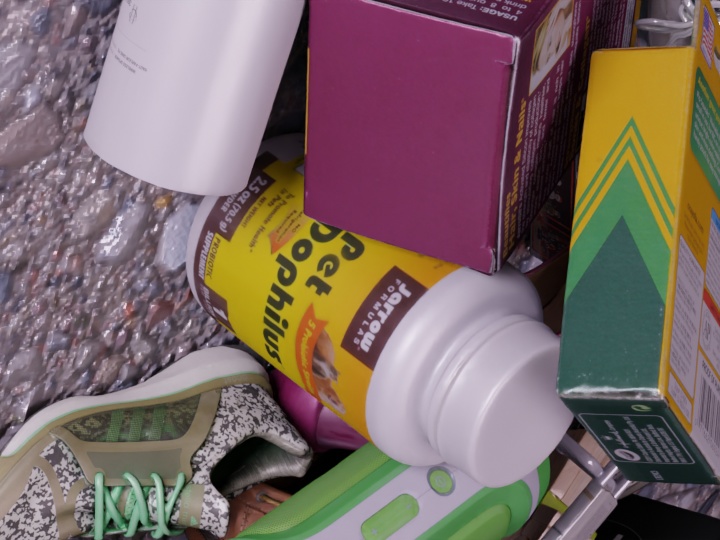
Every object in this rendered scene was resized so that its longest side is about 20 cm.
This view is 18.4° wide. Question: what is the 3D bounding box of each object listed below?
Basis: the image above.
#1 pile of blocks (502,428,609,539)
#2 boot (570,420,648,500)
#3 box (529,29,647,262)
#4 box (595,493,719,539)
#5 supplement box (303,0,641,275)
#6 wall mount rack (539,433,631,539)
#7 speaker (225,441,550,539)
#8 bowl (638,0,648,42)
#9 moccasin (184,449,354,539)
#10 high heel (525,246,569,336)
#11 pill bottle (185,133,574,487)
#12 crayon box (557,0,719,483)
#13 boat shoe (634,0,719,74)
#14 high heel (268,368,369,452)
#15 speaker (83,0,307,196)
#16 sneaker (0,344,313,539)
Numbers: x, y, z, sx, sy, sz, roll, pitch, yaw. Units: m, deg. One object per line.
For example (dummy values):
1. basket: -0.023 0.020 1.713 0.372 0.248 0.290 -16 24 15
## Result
1. pile of blocks: 0.111 0.186 1.344 0.062 0.082 0.200 41 46 -20
2. boot: 0.186 0.038 1.412 0.204 0.073 0.154 -44 140 -17
3. box: 0.158 -0.107 1.286 0.137 0.040 0.201 -32 139 -30
4. box: 0.180 0.239 1.414 0.148 0.199 0.125 -38 131 -45
5. supplement box: 0.059 -0.113 1.058 0.200 0.103 0.131 -53 154 -48
6. wall mount rack: 0.089 0.149 1.275 0.200 0.075 0.174 -49 162 -2
7. speaker: 0.005 0.132 1.098 0.200 0.088 0.089 -32 139 -38
8. bowl: 0.242 -0.193 1.199 0.200 0.105 0.202 -8 104 -37
9. moccasin: -0.011 0.123 1.257 0.201 0.074 0.078 7 121 -43
10. high heel: 0.091 0.016 1.243 0.200 0.067 0.096 -44 128 5
11. pill bottle: 0.013 0.021 1.084 0.109 0.200 0.110 -29 137 -31
12. crayon box: 0.141 -0.015 1.040 0.126 0.051 0.201 48 47 -59
13. boat shoe: 0.178 -0.142 1.102 0.086 0.074 0.203 -62 158 -56
14. high heel: 0.000 0.000 1.200 0.067 0.096 0.201 37 67 -60
15. speaker: -0.059 -0.136 0.977 0.081 0.081 0.201 -4 120 -47
16. sneaker: -0.105 0.104 1.112 0.199 0.089 0.077 -27 136 -32
